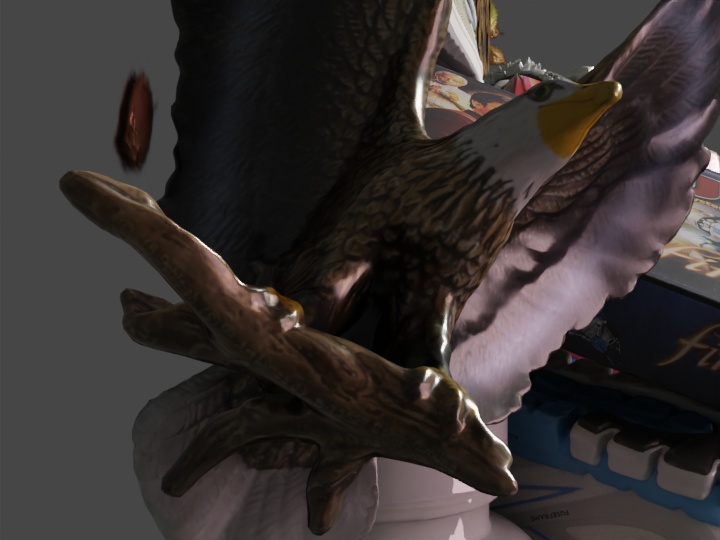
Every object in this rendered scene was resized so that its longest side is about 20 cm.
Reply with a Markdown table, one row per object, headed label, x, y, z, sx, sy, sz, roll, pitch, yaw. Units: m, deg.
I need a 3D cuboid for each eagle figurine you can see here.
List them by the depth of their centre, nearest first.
| label | x | y | z | sx | sy | sz | roll | pitch | yaw |
| --- | --- | --- | --- | --- | --- | --- | --- | --- | --- |
| eagle figurine | 0.017 | -0.023 | 0.595 | 0.200 | 0.151 | 0.152 | -70 | 151 | -51 |

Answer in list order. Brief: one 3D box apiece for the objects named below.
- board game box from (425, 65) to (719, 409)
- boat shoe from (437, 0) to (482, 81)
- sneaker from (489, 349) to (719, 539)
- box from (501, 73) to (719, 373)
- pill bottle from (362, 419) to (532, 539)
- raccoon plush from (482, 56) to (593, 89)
| label | x | y | z | sx | sy | sz | roll | pitch | yaw |
| --- | --- | --- | --- | --- | --- | --- | --- | --- | --- |
| board game box | 0.076 | -0.013 | 0.734 | 0.136 | 0.200 | 0.035 | -57 | 167 | -68 |
| boat shoe | 0.016 | -0.126 | 0.996 | 0.202 | 0.074 | 0.065 | 66 | 29 | -62 |
| sneaker | 0.048 | 0.066 | 0.739 | 0.075 | 0.200 | 0.087 | -15 | 118 | -40 |
| box | 0.062 | 0.026 | 0.939 | 0.200 | 0.100 | 0.096 | 126 | -21 | -44 |
| pill bottle | 0.003 | 0.135 | 0.682 | 0.113 | 0.113 | 0.200 | -61 | 152 | -79 |
| raccoon plush | 0.069 | -0.070 | 1.216 | 0.200 | 0.134 | 0.097 | 3 | 87 | -84 |
